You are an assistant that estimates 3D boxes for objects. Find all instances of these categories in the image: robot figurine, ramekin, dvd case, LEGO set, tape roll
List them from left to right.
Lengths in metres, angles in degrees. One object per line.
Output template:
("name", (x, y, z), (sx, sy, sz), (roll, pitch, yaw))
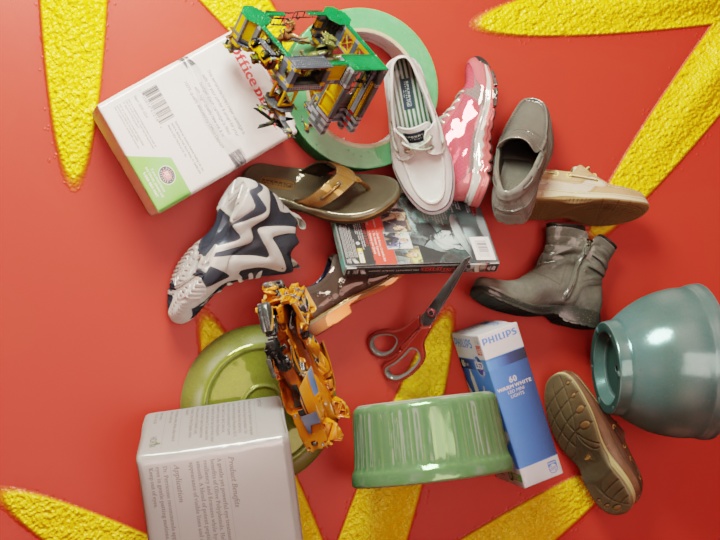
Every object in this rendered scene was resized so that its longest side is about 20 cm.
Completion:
("LEGO set", (-0.074, -0.227, 1.613), (0.154, 0.116, 0.199), (46, 36, 20))
("robot figurine", (-0.070, 0.104, 1.627), (0.058, 0.145, 0.201), (-15, 104, 11))
("tape roll", (-0.003, -0.227, 1.723), (0.199, 0.048, 0.202), (0, 90, -15))
("dvd case", (0.062, -0.055, 1.707), (0.199, 0.022, 0.147), (-3, 49, -15))
("ramekin", (0.083, 0.205, 1.669), (0.199, 0.200, 0.098), (-5, 84, -15))

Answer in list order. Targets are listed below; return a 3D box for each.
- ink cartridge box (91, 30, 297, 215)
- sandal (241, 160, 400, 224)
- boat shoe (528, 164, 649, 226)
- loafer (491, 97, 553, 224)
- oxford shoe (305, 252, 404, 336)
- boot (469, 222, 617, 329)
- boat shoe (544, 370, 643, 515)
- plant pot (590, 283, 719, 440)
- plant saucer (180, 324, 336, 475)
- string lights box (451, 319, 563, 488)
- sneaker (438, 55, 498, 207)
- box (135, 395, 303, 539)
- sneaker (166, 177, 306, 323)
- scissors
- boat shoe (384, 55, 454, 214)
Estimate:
("ink cartridge box", (-0.199, -0.178, 1.648), (0.199, 0.084, 0.146), (-31, 97, -14))
("sandal", (-0.049, -0.106, 1.677), (0.199, 0.054, 0.081), (9, 48, -1))
("boat shoe", (0.282, -0.105, 1.788), (0.199, 0.074, 0.070), (4, 61, -17))
("loafer", (0.206, -0.149, 1.732), (0.069, 0.070, 0.201), (3, 52, 14))
("oxford shoe", (0.000, 0.000, 1.710), (0.200, 0.071, 0.073), (-35, 93, -13))
("boot", (0.237, -0.003, 1.785), (0.199, 0.068, 0.132), (13, 81, -23))
("boat shoe", (0.308, 0.220, 1.800), (0.067, 0.072, 0.201), (-27, 88, -47))
("plant pot", (0.374, 0.121, 1.751), (0.133, 0.200, 0.202), (-3, 90, -9))
("plant saucer", (-0.122, 0.168, 1.693), (0.199, 0.031, 0.202), (0, 89, -15))
("string lights box", (0.186, 0.167, 1.741), (0.059, 0.103, 0.201), (-19, 94, -14))
("sneaker", (0.125, -0.182, 1.735), (0.086, 0.074, 0.202), (6, 74, -5))
("box", (-0.157, 0.268, 1.572), (0.170, 0.200, 0.200), (-8, 100, -4))
("sneaker", (-0.140, -0.004, 1.664), (0.129, 0.079, 0.200), (26, 97, -30))
("scissors", (0.088, 0.064, 1.703), (0.200, 0.014, 0.073), (-41, 88, 27))
("boat shoe", (0.064, -0.165, 1.674), (0.073, 0.067, 0.201), (-18, 89, 5))
